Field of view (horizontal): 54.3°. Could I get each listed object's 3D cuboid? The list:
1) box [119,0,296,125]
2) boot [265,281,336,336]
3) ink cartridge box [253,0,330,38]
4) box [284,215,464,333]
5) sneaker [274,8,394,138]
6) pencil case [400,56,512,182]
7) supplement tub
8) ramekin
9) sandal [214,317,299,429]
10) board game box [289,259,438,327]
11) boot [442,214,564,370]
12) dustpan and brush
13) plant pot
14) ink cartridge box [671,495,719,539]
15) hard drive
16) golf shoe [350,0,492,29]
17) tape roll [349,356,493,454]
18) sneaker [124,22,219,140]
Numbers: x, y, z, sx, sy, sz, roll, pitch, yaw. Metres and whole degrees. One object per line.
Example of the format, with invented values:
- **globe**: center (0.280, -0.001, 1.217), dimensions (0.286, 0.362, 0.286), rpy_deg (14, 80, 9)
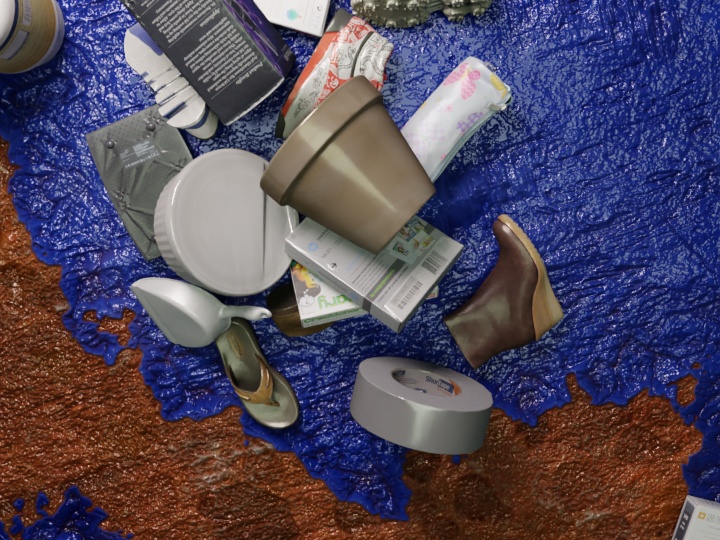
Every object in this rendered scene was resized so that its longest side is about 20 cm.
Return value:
- **box**: center (-0.188, -0.311, 0.914), dimensions (0.104, 0.148, 0.200), rpy_deg (-34, 113, 17)
- **boot**: center (-0.038, 0.044, 1.064), dimensions (0.200, 0.074, 0.076), rpy_deg (-16, 130, -3)
- **ink cartridge box**: center (-0.135, -0.410, 0.979), dimensions (0.200, 0.042, 0.120), rpy_deg (14, 101, -6)
- **box**: center (0.018, -0.030, 0.981), dimensions (0.200, 0.041, 0.156), rpy_deg (35, 63, 12)
- **sneaker**: center (-0.033, -0.255, 0.996), dimensions (0.108, 0.067, 0.202), rpy_deg (30, 98, -6)
- **pencil case**: center (0.122, -0.205, 1.000), dimensions (0.091, 0.083, 0.200), rpy_deg (45, 98, 6)
- **supplement tub**: center (-0.480, -0.332, 0.904), dimensions (0.144, 0.200, 0.145), rpy_deg (0, 100, -1)
- **ramekin**: center (-0.191, -0.063, 0.975), dimensions (0.202, 0.094, 0.203), rpy_deg (2, 87, -41)
- **sandal**: center (-0.164, 0.161, 1.077), dimensions (0.082, 0.055, 0.200), rpy_deg (-24, 100, 3)
- **board game box**: center (0.000, 0.000, 1.018), dimensions (0.200, 0.035, 0.126), rpy_deg (-13, 63, -4)
- **boot**: center (0.197, 0.036, 1.051), dimensions (0.166, 0.072, 0.200), rpy_deg (-28, 103, 2)
- **dustpan and brush**: center (-0.218, 0.063, 1.011), dimensions (0.200, 0.057, 0.140), rpy_deg (10, 141, 31)
- **plant pot**: center (-0.002, -0.121, 0.914), dimensions (0.174, 0.200, 0.200), rpy_deg (43, 97, 1)
- **ink cartridge box**: center (0.607, 0.490, 1.160), dimensions (0.198, 0.043, 0.200), rpy_deg (15, 98, -4)
- **hard drive**: center (-0.298, -0.128, 1.026), dimensions (0.135, 0.042, 0.200), rpy_deg (-23, 101, 3)
- **golf shoe**: center (0.082, -0.399, 0.981), dimensions (0.200, 0.078, 0.097), rpy_deg (-6, 81, -3)
- **tape roll**: center (0.087, 0.190, 1.014), dimensions (0.200, 0.200, 0.066), rpy_deg (11, 100, -3)
- **sneaker**: center (-0.253, -0.256, 0.987), dimensions (0.080, 0.115, 0.200), rpy_deg (-29, 71, 3)
